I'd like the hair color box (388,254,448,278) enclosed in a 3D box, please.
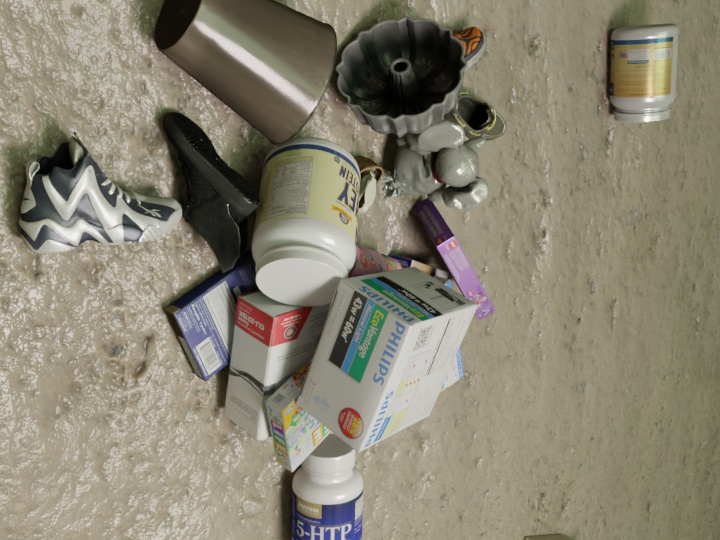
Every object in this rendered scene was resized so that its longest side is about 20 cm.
[{"bbox_3d":[0.079,0.083,1.340,0.109,0.064,0.202,16,88,-44],"label":"hair color box"}]

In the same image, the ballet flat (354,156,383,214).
[{"bbox_3d":[-0.022,-0.093,1.189,0.068,0.072,0.201,44,70,-41],"label":"ballet flat"}]

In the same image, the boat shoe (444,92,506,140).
[{"bbox_3d":[0.211,-0.279,1.376,0.200,0.060,0.073,9,94,-45],"label":"boat shoe"}]

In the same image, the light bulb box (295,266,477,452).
[{"bbox_3d":[0.039,0.115,1.047,0.199,0.124,0.200,-8,124,-56],"label":"light bulb box"}]

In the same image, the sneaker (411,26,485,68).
[{"bbox_3d":[0.140,-0.385,1.272,0.112,0.077,0.201,52,50,-23],"label":"sneaker"}]

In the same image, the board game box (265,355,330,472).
[{"bbox_3d":[-0.056,0.184,1.119,0.200,0.034,0.136,-42,142,-37],"label":"board game box"}]

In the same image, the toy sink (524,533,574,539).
[{"bbox_3d":[0.494,0.739,1.862,0.199,0.130,0.113,18,88,-46],"label":"toy sink"}]

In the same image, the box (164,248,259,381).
[{"bbox_3d":[-0.179,0.053,1.100,0.199,0.032,0.122,-38,125,-31],"label":"box"}]

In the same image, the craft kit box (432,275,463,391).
[{"bbox_3d":[0.091,0.140,1.293,0.197,0.048,0.202,-30,120,-37],"label":"craft kit box"}]

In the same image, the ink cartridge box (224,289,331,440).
[{"bbox_3d":[-0.114,0.128,1.111,0.144,0.083,0.202,-15,122,-49],"label":"ink cartridge box"}]

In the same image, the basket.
[{"bbox_3d":[-0.151,-0.290,0.976,0.199,0.135,0.182,24,89,-41],"label":"basket"}]

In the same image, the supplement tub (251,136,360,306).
[{"bbox_3d":[-0.075,-0.067,1.045,0.145,0.144,0.202,38,44,-43],"label":"supplement tub"}]

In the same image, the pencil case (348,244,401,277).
[{"bbox_3d":[0.000,0.000,1.190,0.200,0.087,0.088,18,87,-63],"label":"pencil case"}]

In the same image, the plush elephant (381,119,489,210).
[{"bbox_3d":[0.137,-0.182,1.233,0.200,0.153,0.166,-54,133,-44],"label":"plush elephant"}]

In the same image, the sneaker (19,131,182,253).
[{"bbox_3d":[-0.308,-0.102,0.902,0.197,0.079,0.131,-10,116,-32],"label":"sneaker"}]

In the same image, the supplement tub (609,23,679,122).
[{"bbox_3d":[0.637,-0.445,1.690,0.144,0.144,0.202,-21,114,-39],"label":"supplement tub"}]

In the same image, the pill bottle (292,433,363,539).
[{"bbox_3d":[-0.055,0.383,1.244,0.119,0.119,0.203,-11,108,-42],"label":"pill bottle"}]

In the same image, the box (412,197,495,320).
[{"bbox_3d":[0.169,-0.020,1.351,0.039,0.137,0.201,-30,127,5],"label":"box"}]

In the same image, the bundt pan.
[{"bbox_3d":[0.066,-0.288,1.152,0.203,0.200,0.076,-56,155,-18],"label":"bundt pan"}]

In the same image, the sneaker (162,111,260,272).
[{"bbox_3d":[-0.211,-0.104,1.000,0.200,0.104,0.060,47,24,-7],"label":"sneaker"}]
